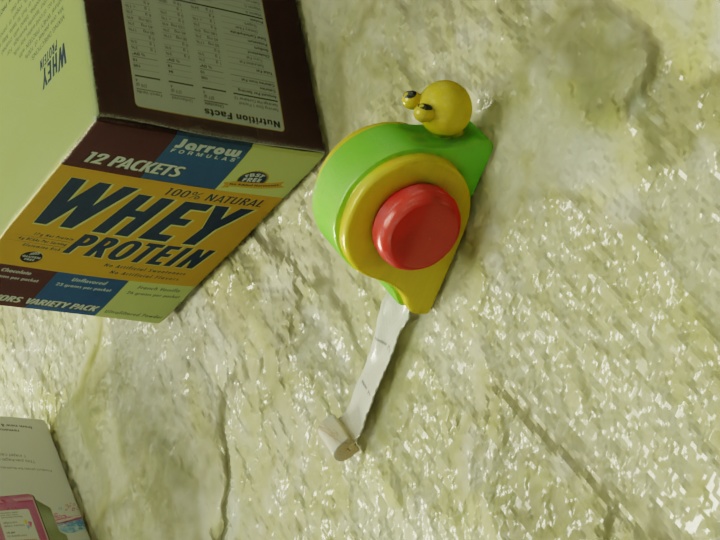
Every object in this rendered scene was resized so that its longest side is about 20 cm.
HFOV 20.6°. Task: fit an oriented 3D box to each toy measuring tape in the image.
[{"bbox_3d":[0.000,0.000,0.924,0.074,0.074,0.200,52,126,49],"label":"toy measuring tape"}]

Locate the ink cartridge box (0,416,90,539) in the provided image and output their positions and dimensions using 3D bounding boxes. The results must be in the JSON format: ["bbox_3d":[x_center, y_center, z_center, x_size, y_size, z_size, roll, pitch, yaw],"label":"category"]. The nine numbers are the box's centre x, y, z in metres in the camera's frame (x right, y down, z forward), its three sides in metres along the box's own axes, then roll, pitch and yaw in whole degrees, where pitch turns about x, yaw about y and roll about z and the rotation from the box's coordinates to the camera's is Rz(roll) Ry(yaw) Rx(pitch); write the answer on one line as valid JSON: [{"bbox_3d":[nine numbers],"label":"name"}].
[{"bbox_3d":[-0.230,0.209,1.237,0.145,0.085,0.200,-64,36,29],"label":"ink cartridge box"}]

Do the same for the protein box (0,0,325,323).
[{"bbox_3d":[-0.139,-0.108,1.104,0.199,0.135,0.200,-42,50,46],"label":"protein box"}]
